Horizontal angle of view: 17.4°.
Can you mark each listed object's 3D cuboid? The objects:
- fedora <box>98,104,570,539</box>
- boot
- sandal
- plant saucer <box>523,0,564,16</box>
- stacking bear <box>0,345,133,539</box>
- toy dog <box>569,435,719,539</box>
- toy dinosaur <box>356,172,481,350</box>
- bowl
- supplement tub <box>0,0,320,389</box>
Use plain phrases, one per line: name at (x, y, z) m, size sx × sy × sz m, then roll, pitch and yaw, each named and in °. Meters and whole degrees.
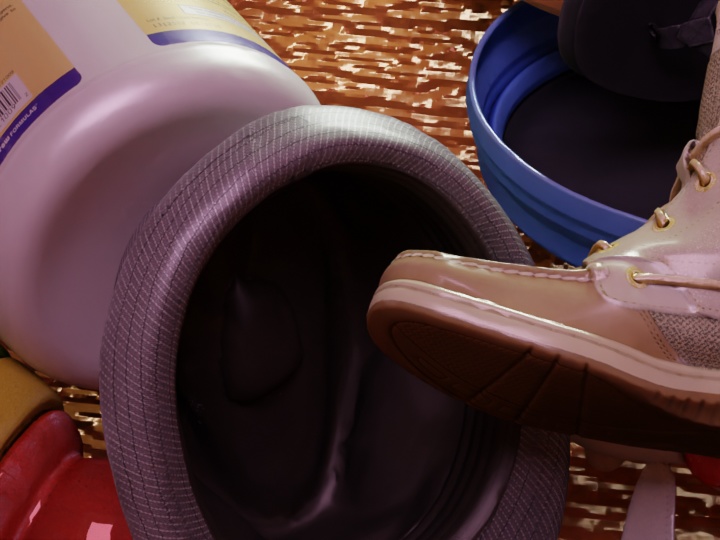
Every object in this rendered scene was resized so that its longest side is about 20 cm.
fedora at (-0.021, 0.040, 0.817) m, size 0.177 × 0.201 × 0.090 m, roll -32°, pitch 23°, yaw -24°
boot at (0.108, -0.021, 0.788) m, size 0.199 × 0.072 × 0.155 m, roll 11°, pitch 71°, yaw -5°
sandal at (0.173, -0.101, 0.879) m, size 0.199 × 0.076 × 0.043 m, roll -4°, pitch 20°, yaw -11°
plant saucer at (0.126, -0.148, 0.985) m, size 0.199 × 0.032 × 0.201 m, roll 2°, pitch 35°, yaw -1°
stacking bear at (-0.148, 0.079, 0.850) m, size 0.199 × 0.122 × 0.114 m, roll 26°, pitch 59°, yaw 9°
toy dog at (0.152, 0.105, 0.828) m, size 0.131 × 0.097 × 0.200 m, roll -13°, pitch 43°, yaw -19°
toy dinosaur at (0.000, 0.000, 0.900) m, size 0.101 × 0.058 × 0.200 m, roll -48°, pitch 60°, yaw 25°
bowl at (0.140, -0.053, 0.915) m, size 0.200 × 0.040 × 0.201 m, roll 2°, pitch 36°, yaw -1°
supplement tub at (-0.112, -0.065, 0.903) m, size 0.145 × 0.146 × 0.200 m, roll -28°, pitch 47°, yaw -14°
